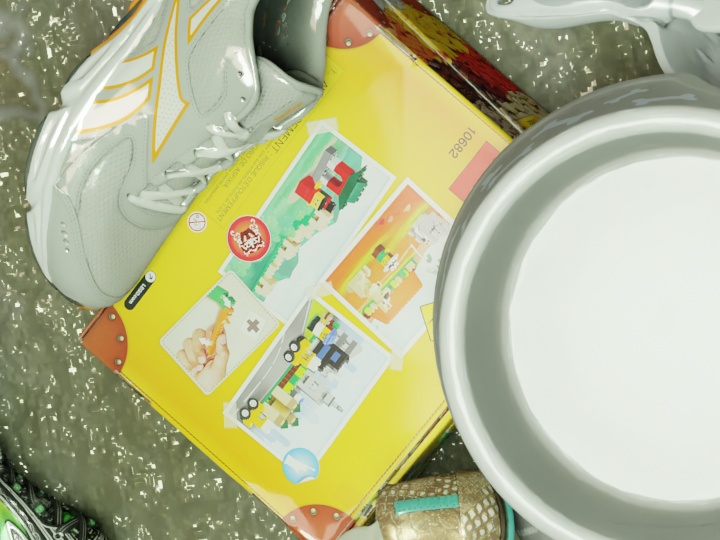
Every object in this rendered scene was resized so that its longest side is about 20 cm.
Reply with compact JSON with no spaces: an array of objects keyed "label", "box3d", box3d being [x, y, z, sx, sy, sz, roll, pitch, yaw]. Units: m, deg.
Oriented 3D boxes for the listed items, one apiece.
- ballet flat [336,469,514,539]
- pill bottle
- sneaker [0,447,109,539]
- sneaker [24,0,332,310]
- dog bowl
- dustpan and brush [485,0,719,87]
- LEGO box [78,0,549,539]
[{"label":"ballet flat","box3d":[0.002,0.146,1.176,0.065,0.071,0.200,5,138,-19]},{"label":"pill bottle","box3d":[0.134,0.122,1.147,0.113,0.113,0.200,-27,88,19]},{"label":"sneaker","box3d":[-0.157,0.118,1.265,0.085,0.078,0.200,-20,100,12]},{"label":"sneaker","box3d":[-0.066,-0.067,1.128,0.092,0.076,0.200,31,104,30]},{"label":"dog bowl","box3d":[0.121,0.025,1.055,0.199,0.059,0.201,1,95,12]},{"label":"dustpan and brush","box3d":[0.148,-0.103,1.123,0.200,0.057,0.140,-1,63,33]},{"label":"LEGO box","box3d":[0.000,0.000,1.189,0.149,0.077,0.200,41,107,8]}]
